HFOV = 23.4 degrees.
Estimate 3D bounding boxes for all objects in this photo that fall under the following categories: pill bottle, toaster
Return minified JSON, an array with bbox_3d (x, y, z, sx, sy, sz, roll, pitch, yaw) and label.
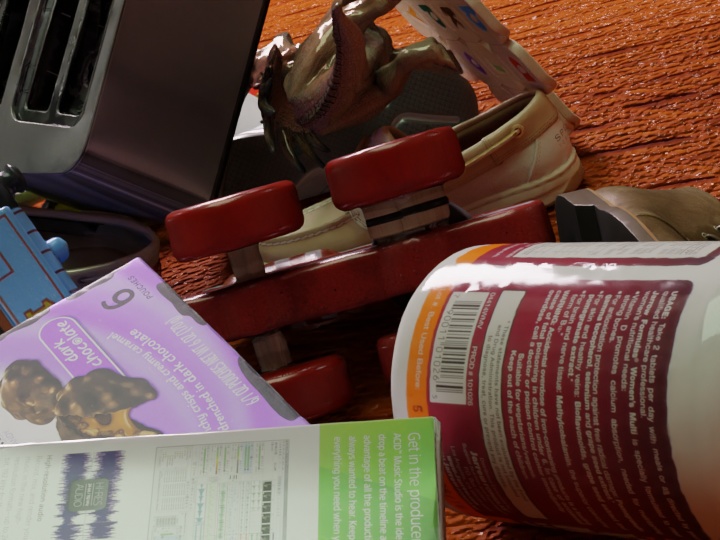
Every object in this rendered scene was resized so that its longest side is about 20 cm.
[{"bbox_3d":[0.115,0.044,0.634,0.199,0.110,0.109,1,30,44],"label":"pill bottle"},{"bbox_3d":[-0.162,-0.122,1.065,0.180,0.202,0.118,11,-6,44],"label":"toaster"}]

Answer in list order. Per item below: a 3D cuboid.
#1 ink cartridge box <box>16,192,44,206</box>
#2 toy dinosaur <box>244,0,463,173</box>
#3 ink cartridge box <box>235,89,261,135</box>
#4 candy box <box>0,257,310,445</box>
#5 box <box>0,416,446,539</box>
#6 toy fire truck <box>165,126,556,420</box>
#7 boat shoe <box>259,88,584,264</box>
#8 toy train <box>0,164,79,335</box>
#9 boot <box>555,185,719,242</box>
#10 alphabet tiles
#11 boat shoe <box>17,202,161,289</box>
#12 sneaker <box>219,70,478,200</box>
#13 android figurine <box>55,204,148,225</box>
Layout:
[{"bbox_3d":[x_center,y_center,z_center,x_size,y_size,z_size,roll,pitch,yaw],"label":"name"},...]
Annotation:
[{"bbox_3d":[-0.288,-0.065,1.243,0.116,0.068,0.199,-21,1,-40],"label":"ink cartridge box"},{"bbox_3d":[-0.017,-0.111,1.011,0.135,0.086,0.200,-33,6,7],"label":"toy dinosaur"},{"bbox_3d":[-0.143,-0.142,1.264,0.199,0.044,0.174,29,39,9],"label":"ink cartridge box"},{"bbox_3d":[-0.126,0.104,0.704,0.199,0.072,0.168,-30,44,-21],"label":"candy box"},{"bbox_3d":[-0.067,0.121,0.597,0.198,0.037,0.145,-4,46,5],"label":"box"},{"bbox_3d":[0.000,0.000,0.876,0.198,0.113,0.168,-17,3,10],"label":"toy fire truck"},{"bbox_3d":[0.026,-0.053,1.006,0.198,0.070,0.074,-19,21,6],"label":"boat shoe"},{"bbox_3d":[-0.179,0.031,0.842,0.114,0.201,0.087,-34,-3,-24],"label":"toy train"},{"bbox_3d":[0.147,-0.003,0.783,0.075,0.074,0.200,-12,19,-4],"label":"boot"},{"bbox_3d":[0.052,-0.158,1.055,0.015,0.200,0.196,-45,14,-2],"label":"alphabet tiles"},{"bbox_3d":[-0.217,-0.010,1.033,0.198,0.063,0.072,6,60,-9],"label":"boat shoe"},{"bbox_3d":[-0.021,-0.086,1.135,0.199,0.071,0.080,-19,8,1],"label":"sneaker"},{"bbox_3d":[-0.232,-0.001,1.172,0.181,0.041,0.200,0,28,44],"label":"android figurine"}]
